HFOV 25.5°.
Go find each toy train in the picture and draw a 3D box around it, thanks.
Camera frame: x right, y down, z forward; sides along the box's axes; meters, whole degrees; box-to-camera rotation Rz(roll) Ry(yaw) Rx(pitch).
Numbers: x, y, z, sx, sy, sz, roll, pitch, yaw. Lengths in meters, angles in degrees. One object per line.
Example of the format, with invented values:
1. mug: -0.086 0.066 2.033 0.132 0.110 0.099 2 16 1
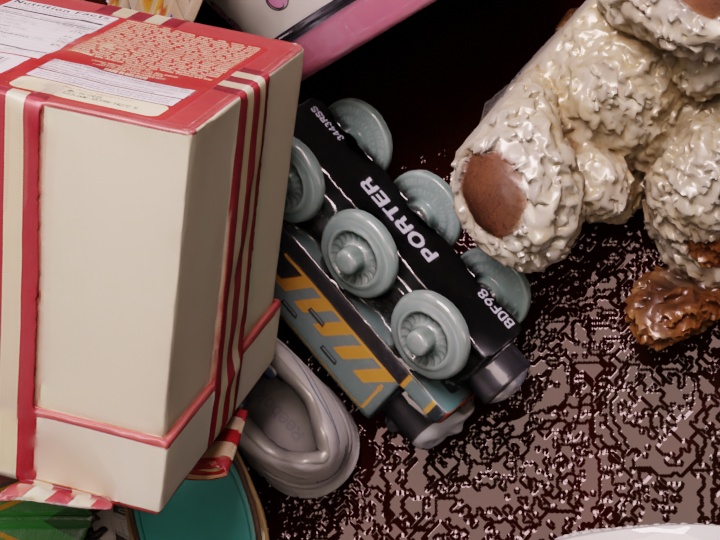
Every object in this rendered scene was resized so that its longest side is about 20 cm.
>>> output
1. toy train: 0.000 0.000 0.820 0.200 0.085 0.114 48 135 8

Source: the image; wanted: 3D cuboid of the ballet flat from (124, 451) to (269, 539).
1. ballet flat: -0.070 0.160 0.809 0.068 0.063 0.201 -19 91 -1

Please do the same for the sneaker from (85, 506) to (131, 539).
1. sneaker: -0.131 0.151 0.811 0.075 0.088 0.201 -23 84 11

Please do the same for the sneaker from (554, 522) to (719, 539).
1. sneaker: 0.188 0.168 0.774 0.198 0.074 0.083 3 76 10

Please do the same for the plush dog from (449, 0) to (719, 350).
1. plush dog: 0.164 -0.062 0.801 0.172 0.161 0.200 42 106 -4

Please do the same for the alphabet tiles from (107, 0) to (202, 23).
1. alphabet tiles: -0.100 -0.154 0.809 0.008 0.167 0.201 17 112 -23

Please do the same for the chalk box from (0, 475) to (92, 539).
1. chalk box: -0.247 0.117 0.744 0.125 0.199 0.124 58 133 45

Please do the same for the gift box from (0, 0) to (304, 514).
1. gift box: -0.138 -0.004 0.682 0.183 0.200 0.188 14 114 15

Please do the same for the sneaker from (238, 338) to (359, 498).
1. sneaker: -0.077 0.036 0.822 0.200 0.087 0.075 39 81 4

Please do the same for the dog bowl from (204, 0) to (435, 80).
1. dog bowl: 0.016 -0.165 0.804 0.199 0.200 0.074 -31 97 3
